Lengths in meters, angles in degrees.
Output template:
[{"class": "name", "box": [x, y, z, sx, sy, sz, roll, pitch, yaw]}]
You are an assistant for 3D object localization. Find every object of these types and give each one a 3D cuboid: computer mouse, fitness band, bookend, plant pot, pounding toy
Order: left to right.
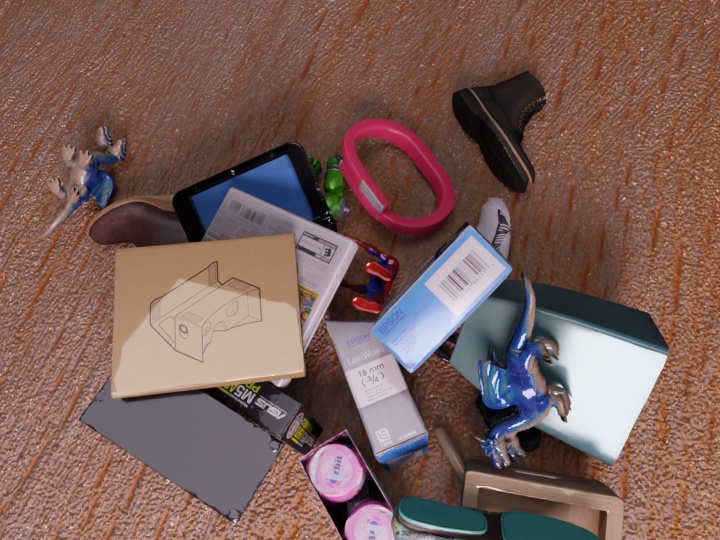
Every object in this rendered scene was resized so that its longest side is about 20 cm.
[{"class": "bookend", "box": [-0.192, 0.198, 0.697, 0.199, 0.199, 0.092, 31, 72, 7]}, {"class": "fitness band", "box": [0.053, -0.141, 0.865, 0.143, 0.037, 0.201, -21, 68, -31]}, {"class": "computer mouse", "box": [0.151, 0.153, 0.755, 0.058, 0.034, 0.200, -26, 57, -25]}, {"class": "pounding toy", "box": [0.166, 0.286, 0.649, 0.198, 0.142, 0.186, 7, 81, 12]}, {"class": "plant pot", "box": [0.215, 0.092, 0.677, 0.199, 0.141, 0.142, 22, 107, 12]}]

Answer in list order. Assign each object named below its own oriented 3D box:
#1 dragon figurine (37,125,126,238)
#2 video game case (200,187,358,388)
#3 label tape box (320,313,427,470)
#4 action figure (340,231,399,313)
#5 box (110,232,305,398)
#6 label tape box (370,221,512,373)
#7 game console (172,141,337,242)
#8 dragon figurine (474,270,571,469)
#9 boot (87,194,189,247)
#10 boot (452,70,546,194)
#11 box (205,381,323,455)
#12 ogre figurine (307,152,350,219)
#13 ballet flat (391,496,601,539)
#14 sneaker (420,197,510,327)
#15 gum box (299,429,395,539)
[{"class": "dragon figurine", "box": [-0.429, -0.134, 0.919, 0.058, 0.099, 0.202, 16, 88, 10]}, {"class": "video game case", "box": [-0.124, 0.013, 0.698, 0.199, 0.023, 0.183, 25, 84, 27]}, {"class": "label tape box", "box": [0.014, 0.126, 0.707, 0.063, 0.144, 0.201, -22, 66, -4]}, {"class": "action figure", "box": [0.000, 0.000, 0.751, 0.098, 0.200, 0.066, 24, 97, 6]}, {"class": "box", "box": [-0.163, 0.045, 0.633, 0.198, 0.021, 0.165, -6, 67, -5]}, {"class": "label tape box", "box": [0.091, 0.018, 0.655, 0.063, 0.200, 0.144, 43, 101, 2]}, {"class": "game console", "box": [-0.138, -0.043, 0.750, 0.199, 0.119, 0.173, -22, 40, 10]}, {"class": "dragon figurine", "box": [0.154, 0.109, 0.604, 0.099, 0.059, 0.202, -14, 94, 27]}, {"class": "boot", "box": [-0.297, -0.029, 0.858, 0.198, 0.073, 0.167, -15, 63, -5]}, {"class": "boot", "box": [0.245, -0.222, 0.889, 0.137, 0.078, 0.201, -22, 66, -9]}, {"class": "box", "box": [-0.148, 0.147, 0.716, 0.199, 0.160, 0.044, 29, 71, 17]}, {"class": "ogre figurine", "box": [-0.097, -0.098, 0.860, 0.198, 0.099, 0.120, -11, 46, -23]}, {"class": "ballet flat", "box": [0.127, 0.267, 0.560, 0.198, 0.074, 0.075, 7, 67, 14]}, {"class": "sneaker", "box": [0.141, -0.013, 0.801, 0.114, 0.075, 0.202, 7, 70, 6]}, {"class": "gum box", "box": [0.014, 0.291, 0.659, 0.066, 0.114, 0.201, -31, 67, -8]}]
